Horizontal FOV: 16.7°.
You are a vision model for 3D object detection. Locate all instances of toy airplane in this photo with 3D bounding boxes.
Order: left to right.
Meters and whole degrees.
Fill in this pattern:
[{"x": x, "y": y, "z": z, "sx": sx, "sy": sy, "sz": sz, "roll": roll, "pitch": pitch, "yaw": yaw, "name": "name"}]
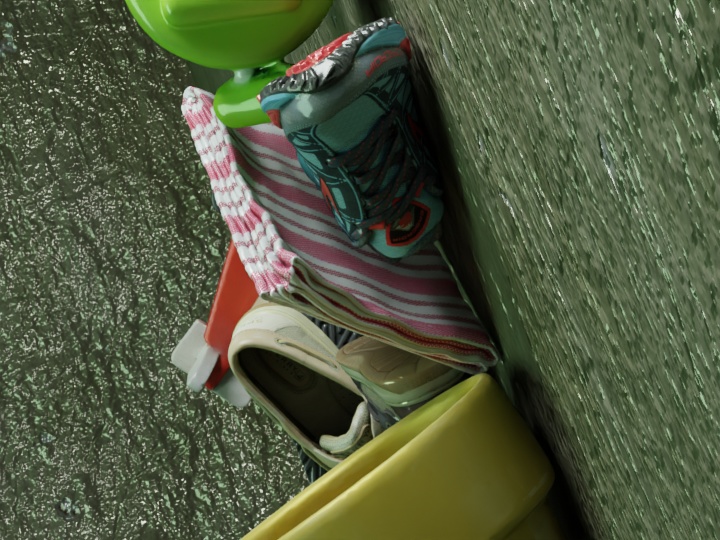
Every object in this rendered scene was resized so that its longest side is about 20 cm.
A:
[{"x": -0.074, "y": 0.022, "z": 2.050, "sx": 0.199, "sy": 0.140, "sz": 0.201, "roll": 112, "pitch": 169, "yaw": -55, "name": "toy airplane"}]

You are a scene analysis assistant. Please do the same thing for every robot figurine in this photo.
[{"x": -0.067, "y": -0.163, "z": 1.275, "sx": 0.200, "sy": 0.115, "sz": 0.177, "roll": -108, "pitch": 7, "yaw": -85, "name": "robot figurine"}]

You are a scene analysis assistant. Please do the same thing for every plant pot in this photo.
[{"x": 0.038, "y": 0.184, "z": 1.242, "sx": 0.189, "sy": 0.200, "sz": 0.201, "roll": 54, "pitch": 175, "yaw": -1, "name": "plant pot"}]

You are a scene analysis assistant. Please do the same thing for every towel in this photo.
[{"x": -0.012, "y": -0.027, "z": 1.329, "sx": 0.146, "sy": 0.030, "sz": 0.200, "roll": 21, "pitch": -154, "yaw": -31, "name": "towel"}]

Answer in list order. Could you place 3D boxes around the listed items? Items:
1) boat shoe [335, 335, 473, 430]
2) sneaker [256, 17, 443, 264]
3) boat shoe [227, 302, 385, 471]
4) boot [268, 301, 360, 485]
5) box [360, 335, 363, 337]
[{"x": 0.032, "y": 0.068, "z": 1.432, "sx": 0.200, "sy": 0.072, "sz": 0.065, "roll": -149, "pitch": 37, "yaw": -82, "name": "boat shoe"}, {"x": 0.012, "y": -0.057, "z": 1.219, "sx": 0.096, "sy": 0.079, "sz": 0.200, "roll": 59, "pitch": -179, "yaw": 14, "name": "sneaker"}, {"x": -0.001, "y": 0.101, "z": 1.511, "sx": 0.200, "sy": 0.072, "sz": 0.065, "roll": 41, "pitch": -163, "yaw": -6, "name": "boat shoe"}, {"x": -0.023, "y": 0.072, "z": 1.649, "sx": 0.200, "sy": 0.065, "sz": 0.166, "roll": -81, "pitch": -19, "yaw": -82, "name": "boot"}, {"x": 0.000, "y": 0.000, "z": 1.654, "sx": 0.199, "sy": 0.049, "sz": 0.201, "roll": 83, "pitch": 165, "yaw": -74, "name": "box"}]
